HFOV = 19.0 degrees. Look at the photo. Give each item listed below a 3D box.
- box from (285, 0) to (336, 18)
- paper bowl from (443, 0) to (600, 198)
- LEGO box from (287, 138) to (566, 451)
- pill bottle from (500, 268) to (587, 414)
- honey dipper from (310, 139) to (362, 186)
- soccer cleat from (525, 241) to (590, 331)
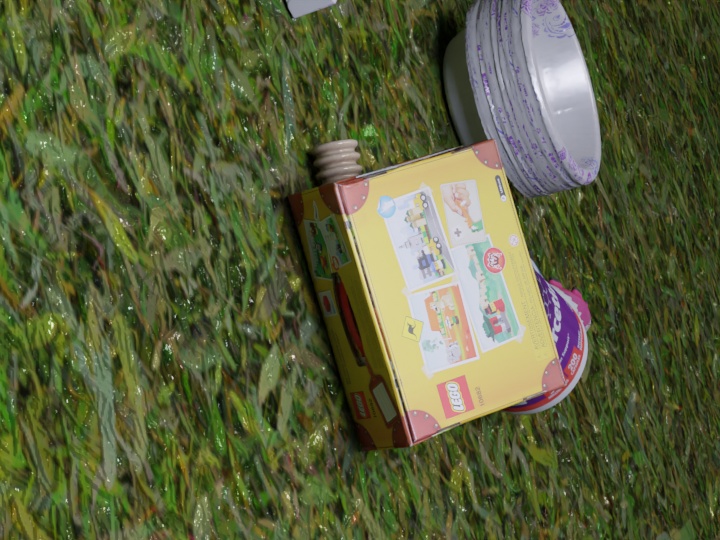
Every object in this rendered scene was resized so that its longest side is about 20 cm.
[{"bbox_3d":[-0.025,-0.269,1.765,0.200,0.041,0.039,-71,141,-57],"label":"box"},{"bbox_3d":[0.149,-0.167,2.041,0.201,0.104,0.201,-16,90,-70],"label":"paper bowl"},{"bbox_3d":[0.051,0.017,1.607,0.149,0.077,0.200,-17,92,-31],"label":"LEGO box"},{"bbox_3d":[0.106,0.040,1.778,0.200,0.112,0.113,40,40,-56],"label":"pill bottle"},{"bbox_3d":[0.000,0.000,1.647,0.038,0.038,0.200,-2,78,-68],"label":"honey dipper"},{"bbox_3d":[0.152,0.040,1.975,0.200,0.070,0.086,38,57,-54],"label":"soccer cleat"}]
